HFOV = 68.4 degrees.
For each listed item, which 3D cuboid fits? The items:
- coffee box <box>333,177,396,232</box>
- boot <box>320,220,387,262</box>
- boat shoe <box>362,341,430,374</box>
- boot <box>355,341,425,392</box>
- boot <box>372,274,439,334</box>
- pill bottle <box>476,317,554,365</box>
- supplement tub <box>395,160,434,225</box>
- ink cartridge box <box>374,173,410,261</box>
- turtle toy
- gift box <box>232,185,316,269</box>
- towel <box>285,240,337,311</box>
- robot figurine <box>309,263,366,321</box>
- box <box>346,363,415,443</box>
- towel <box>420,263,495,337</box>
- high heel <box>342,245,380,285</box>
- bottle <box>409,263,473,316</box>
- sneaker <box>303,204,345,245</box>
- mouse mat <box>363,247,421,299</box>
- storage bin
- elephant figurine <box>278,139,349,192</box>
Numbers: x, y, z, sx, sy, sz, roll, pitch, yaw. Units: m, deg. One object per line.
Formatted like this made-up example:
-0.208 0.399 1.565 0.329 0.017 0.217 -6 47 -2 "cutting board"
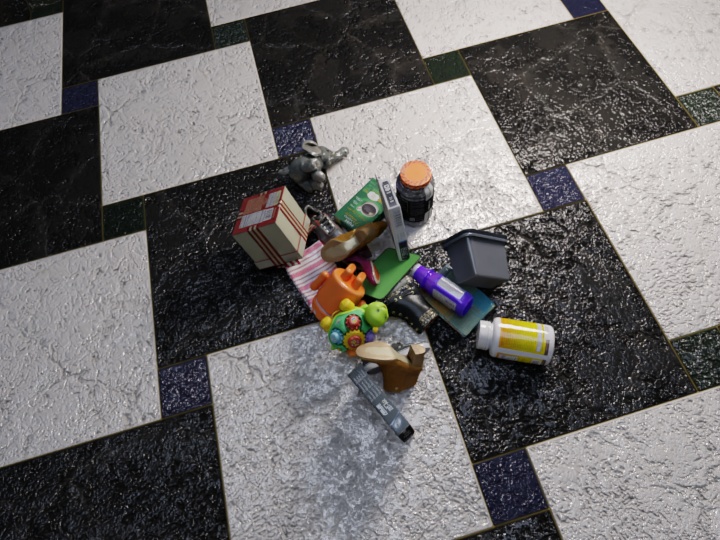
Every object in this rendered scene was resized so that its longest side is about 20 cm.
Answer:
0.021 -0.203 1.740 0.122 0.044 0.200 36 70 22 "coffee box"
-0.016 -0.089 1.629 0.200 0.143 0.072 -26 90 34 "boot"
0.097 0.232 1.490 0.197 0.069 0.057 -19 61 -3 "boat shoe"
0.073 0.265 1.410 0.198 0.146 0.071 2 34 -17 "boot"
0.114 0.132 1.539 0.203 0.074 0.154 -41 76 -4 "boot"
0.423 0.192 1.459 0.196 0.110 0.111 9 63 9 "pill bottle"
0.171 -0.242 1.660 0.120 0.201 0.124 -2 62 3 "supplement tub"
0.097 -0.167 1.597 0.043 0.200 0.202 -16 42 1 "ink cartridge box"
-0.008 0.156 1.460 0.200 0.146 0.101 -43 28 10 "turtle toy"
-0.252 -0.118 1.616 0.197 0.188 0.187 -8 49 24 "gift box"
-0.138 0.014 1.646 0.145 0.030 0.201 -31 64 -11 "towel"
-0.063 0.077 1.532 0.201 0.143 0.117 -51 39 22 "robot figurine"
0.056 0.347 1.376 0.043 0.161 0.200 -40 66 -8 "box"
0.284 0.087 1.578 0.146 0.022 0.200 -40 64 -17 "towel"
0.000 0.000 1.592 0.095 0.068 0.201 -28 29 7 "high heel"
0.233 0.051 1.544 0.199 0.084 0.065 36 77 24 "bottle"
-0.116 -0.139 1.696 0.199 0.082 0.077 35 70 21 "sneaker"
0.073 0.006 1.591 0.200 0.008 0.160 -46 36 -22 "mouse mat"
0.339 -0.024 1.552 0.198 0.145 0.137 8 65 -37 "storage bin"
-0.154 -0.375 1.816 0.140 0.155 0.202 -22 37 42 "elephant figurine"
